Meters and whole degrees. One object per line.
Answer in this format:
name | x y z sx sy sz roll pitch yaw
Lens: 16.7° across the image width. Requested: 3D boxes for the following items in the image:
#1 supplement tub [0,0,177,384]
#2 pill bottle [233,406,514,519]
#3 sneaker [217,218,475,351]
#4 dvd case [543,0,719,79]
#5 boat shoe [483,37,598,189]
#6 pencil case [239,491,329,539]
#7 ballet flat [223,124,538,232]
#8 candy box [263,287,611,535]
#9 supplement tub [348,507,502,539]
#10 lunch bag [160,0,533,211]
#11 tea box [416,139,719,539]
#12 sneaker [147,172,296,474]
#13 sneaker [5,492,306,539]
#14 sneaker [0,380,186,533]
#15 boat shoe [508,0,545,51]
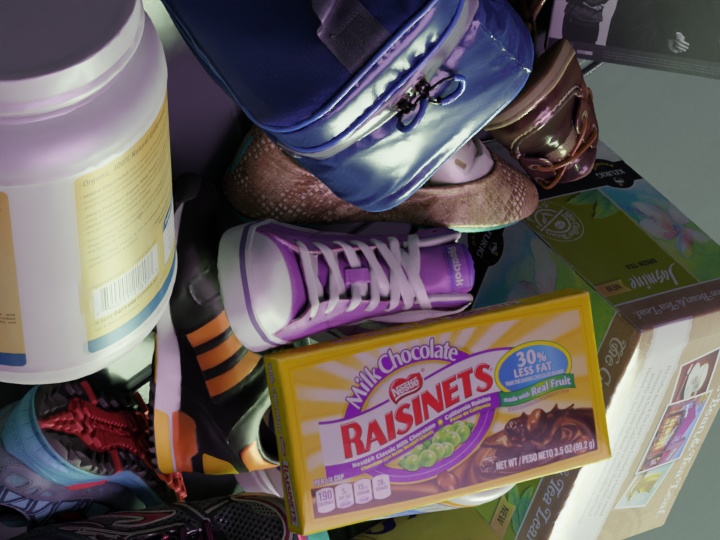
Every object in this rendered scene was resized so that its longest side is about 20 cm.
supplement tub | -0.163 -0.059 1.189 0.144 0.145 0.201 -28 144 -26
pill bottle | 0.006 0.097 1.507 0.112 0.113 0.199 -15 -179 -39
sneaker | 0.000 -0.001 1.376 0.114 0.073 0.200 -12 176 22
dvd case | 0.196 -0.202 1.469 0.025 0.149 0.201 -77 175 -46
boat shoe | 0.117 -0.088 1.471 0.072 0.072 0.200 -40 178 3
pencil case | -0.084 0.194 1.555 0.200 0.092 0.086 -17 125 -69
ballet flat | 0.019 -0.060 1.427 0.199 0.071 0.066 -3 128 -24
candy box | 0.046 0.078 1.389 0.199 0.026 0.103 -12 96 -22
supplement tub | 0.033 0.252 1.753 0.199 0.145 0.146 -26 142 -29
lunch bag | -0.017 -0.134 1.226 0.136 0.200 0.132 -44 145 7
tea box | 0.129 0.047 1.591 0.133 0.197 0.201 -13 135 -41
sneaker | -0.075 0.032 1.411 0.089 0.070 0.201 4 123 -1
sneaker | -0.128 0.175 1.415 0.199 0.081 0.075 -15 156 0
sneaker | -0.174 0.117 1.455 0.095 0.080 0.200 -25 154 14
boat shoe | 0.067 -0.143 1.436 0.071 0.065 0.201 -6 132 -45
